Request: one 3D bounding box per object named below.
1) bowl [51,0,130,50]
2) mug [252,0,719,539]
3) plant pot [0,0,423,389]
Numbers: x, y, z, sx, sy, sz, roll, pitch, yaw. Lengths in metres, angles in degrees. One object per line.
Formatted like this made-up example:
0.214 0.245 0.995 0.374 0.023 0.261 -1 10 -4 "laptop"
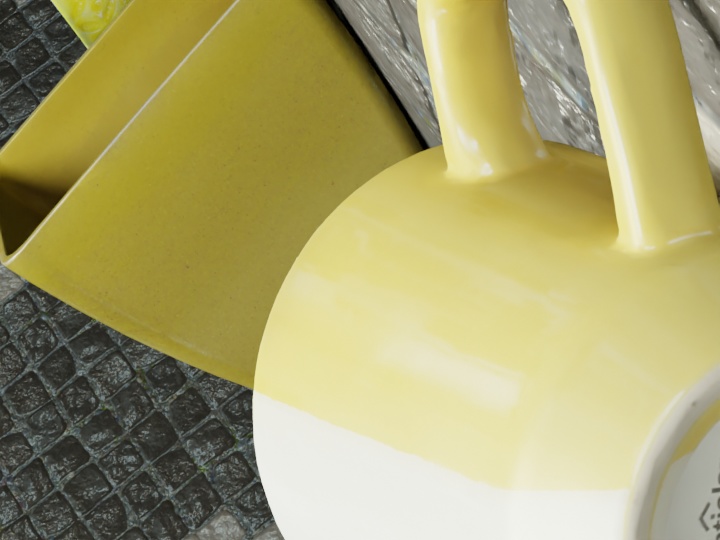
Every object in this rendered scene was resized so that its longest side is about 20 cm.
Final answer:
-0.178 -0.235 1.033 0.201 0.107 0.200 53 177 4 "bowl"
0.053 0.032 0.398 0.187 0.149 0.153 46 171 -18 "mug"
-0.068 -0.050 0.889 0.176 0.200 0.200 40 -178 -23 "plant pot"
